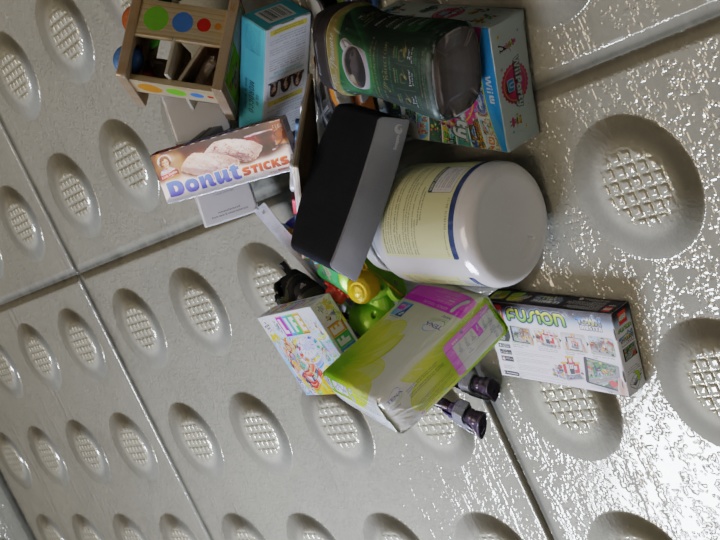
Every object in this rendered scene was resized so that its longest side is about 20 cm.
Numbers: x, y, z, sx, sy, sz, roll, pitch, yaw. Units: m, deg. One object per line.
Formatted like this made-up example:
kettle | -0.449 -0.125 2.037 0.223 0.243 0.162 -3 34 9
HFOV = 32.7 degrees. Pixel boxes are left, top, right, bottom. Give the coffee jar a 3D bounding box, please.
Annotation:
coffee jar | 0.035 -0.236 1.360 0.200 0.085 0.105 22 132 40

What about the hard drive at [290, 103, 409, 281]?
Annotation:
hard drive | -0.018 -0.100 1.477 0.135 0.042 0.201 27 100 53

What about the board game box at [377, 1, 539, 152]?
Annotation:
board game box | 0.103 -0.225 1.414 0.200 0.064 0.148 14 126 44

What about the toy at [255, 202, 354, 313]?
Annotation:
toy | -0.066 -0.027 1.756 0.200 0.047 0.115 52 168 -5

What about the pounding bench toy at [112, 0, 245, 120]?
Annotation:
pounding bench toy | -0.229 -0.320 1.612 0.155 0.201 0.124 9 170 4

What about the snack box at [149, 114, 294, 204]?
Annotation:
snack box | -0.180 -0.148 1.646 0.199 0.024 0.072 -13 108 19

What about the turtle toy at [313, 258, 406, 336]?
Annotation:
turtle toy | 0.000 0.000 1.612 0.101 0.146 0.201 -23 97 37

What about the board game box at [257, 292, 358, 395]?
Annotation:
board game box | -0.059 0.104 1.668 0.135 0.034 0.200 58 156 -7

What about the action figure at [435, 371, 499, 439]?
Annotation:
action figure | 0.083 0.154 1.656 0.199 0.131 0.069 21 166 23

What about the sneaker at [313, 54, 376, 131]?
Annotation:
sneaker | -0.018 -0.197 1.578 0.077 0.078 0.201 34 136 50

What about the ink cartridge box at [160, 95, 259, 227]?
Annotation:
ink cartridge box | -0.217 -0.173 1.751 0.145 0.083 0.201 -134 27 -79

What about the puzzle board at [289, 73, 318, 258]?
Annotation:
puzzle board | -0.072 -0.132 1.593 0.017 0.151 0.200 4 147 4

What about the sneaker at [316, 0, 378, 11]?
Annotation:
sneaker | -0.033 -0.369 1.456 0.071 0.083 0.200 12 123 45

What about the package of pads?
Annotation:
package of pads | 0.069 0.101 1.519 0.068 0.200 0.154 54 164 -26

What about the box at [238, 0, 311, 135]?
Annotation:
box | -0.116 -0.253 1.638 0.049 0.082 0.201 36 138 31

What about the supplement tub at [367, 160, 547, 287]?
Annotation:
supplement tub | 0.105 -0.056 1.459 0.200 0.145 0.146 4 117 49

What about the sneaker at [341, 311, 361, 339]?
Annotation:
sneaker | 0.009 0.141 1.749 0.200 0.075 0.087 49 155 -13

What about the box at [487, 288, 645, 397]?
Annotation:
box | 0.243 0.085 1.486 0.200 0.035 0.110 6 119 48

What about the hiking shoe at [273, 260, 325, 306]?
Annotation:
hiking shoe | -0.080 0.052 1.799 0.101 0.076 0.200 53 163 19
